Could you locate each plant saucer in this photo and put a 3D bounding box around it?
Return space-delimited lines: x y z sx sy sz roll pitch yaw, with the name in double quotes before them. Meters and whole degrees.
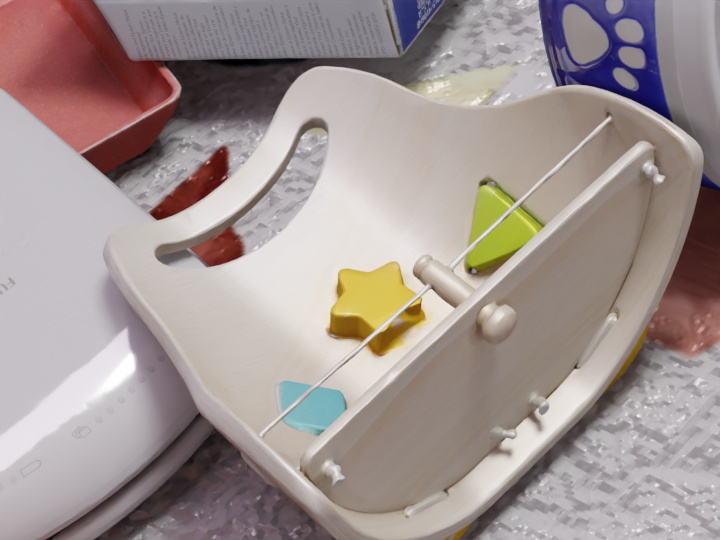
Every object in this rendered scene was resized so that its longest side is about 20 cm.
"plant saucer" -0.201 -0.072 1.126 0.199 0.037 0.200 -31 41 -8

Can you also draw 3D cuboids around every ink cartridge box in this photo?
"ink cartridge box" -0.033 -0.164 1.121 0.198 0.044 0.197 2 35 28

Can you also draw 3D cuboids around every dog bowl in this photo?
"dog bowl" 0.156 -0.131 0.905 0.078 0.201 0.200 15 54 38

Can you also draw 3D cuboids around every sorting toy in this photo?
"sorting toy" 0.000 0.000 0.882 0.200 0.107 0.180 -41 58 -20

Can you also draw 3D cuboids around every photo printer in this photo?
"photo printer" -0.150 0.029 0.953 0.166 0.070 0.200 -40 56 -17
